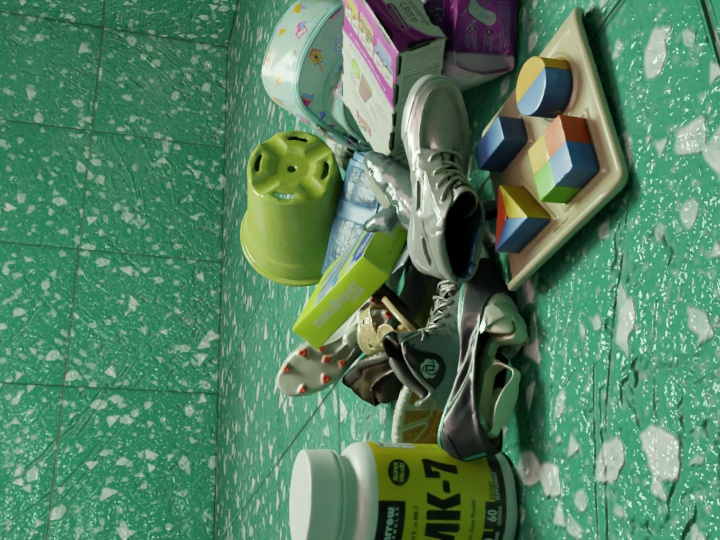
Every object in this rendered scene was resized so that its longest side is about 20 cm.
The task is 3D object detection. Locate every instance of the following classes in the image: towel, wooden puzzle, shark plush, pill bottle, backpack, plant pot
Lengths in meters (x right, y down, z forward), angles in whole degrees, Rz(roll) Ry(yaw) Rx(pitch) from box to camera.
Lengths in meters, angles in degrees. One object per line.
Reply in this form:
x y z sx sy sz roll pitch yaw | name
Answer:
0.088 -0.005 1.085 0.144 0.023 0.201 -107 27 -55 | towel
0.157 -0.108 0.810 0.185 0.046 0.201 125 148 -56 | wooden puzzle
0.071 -0.078 0.961 0.200 0.091 0.084 25 123 56 | shark plush
0.038 0.223 0.857 0.114 0.199 0.115 -175 90 -74 | pill bottle
0.002 -0.068 1.269 0.112 0.048 0.201 26 106 45 | towel
-0.022 -0.263 1.187 0.153 0.200 0.176 34 96 47 | backpack
-0.095 -0.106 1.360 0.184 0.199 0.201 88 178 -61 | plant pot

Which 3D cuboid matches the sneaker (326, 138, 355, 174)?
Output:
-0.010 -0.171 1.389 0.200 0.075 0.088 169 106 -74 | sneaker

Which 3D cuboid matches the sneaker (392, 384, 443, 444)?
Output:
0.059 0.191 0.998 0.088 0.075 0.201 -151 68 -73 | sneaker

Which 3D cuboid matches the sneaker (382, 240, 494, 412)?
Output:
0.079 0.050 0.923 0.075 0.115 0.201 128 144 -63 | sneaker

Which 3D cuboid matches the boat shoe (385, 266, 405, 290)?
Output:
0.044 -0.061 1.156 0.069 0.056 0.200 -73 -3 -50 | boat shoe

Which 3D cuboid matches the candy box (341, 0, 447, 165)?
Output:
0.032 -0.224 1.002 0.200 0.061 0.137 95 151 -59 | candy box

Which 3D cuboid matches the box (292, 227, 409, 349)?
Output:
0.000 0.000 1.095 0.200 0.048 0.122 -46 11 42 | box

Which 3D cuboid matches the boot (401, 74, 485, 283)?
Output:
0.088 -0.088 0.864 0.096 0.073 0.201 -153 58 -68 | boot

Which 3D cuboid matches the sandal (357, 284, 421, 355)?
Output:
0.028 0.070 1.056 0.070 0.078 0.212 -47 15 4 | sandal

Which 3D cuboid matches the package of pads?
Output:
0.105 -0.263 1.009 0.200 0.075 0.121 -173 84 -75 | package of pads

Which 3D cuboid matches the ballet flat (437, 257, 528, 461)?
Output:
0.125 0.083 0.850 0.073 0.073 0.201 141 144 -69 | ballet flat

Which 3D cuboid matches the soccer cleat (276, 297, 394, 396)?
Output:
-0.029 0.105 1.236 0.069 0.200 0.078 51 176 4 | soccer cleat

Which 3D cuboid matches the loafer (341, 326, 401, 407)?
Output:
0.035 0.130 1.161 0.073 0.071 0.200 -42 -5 -20 | loafer
